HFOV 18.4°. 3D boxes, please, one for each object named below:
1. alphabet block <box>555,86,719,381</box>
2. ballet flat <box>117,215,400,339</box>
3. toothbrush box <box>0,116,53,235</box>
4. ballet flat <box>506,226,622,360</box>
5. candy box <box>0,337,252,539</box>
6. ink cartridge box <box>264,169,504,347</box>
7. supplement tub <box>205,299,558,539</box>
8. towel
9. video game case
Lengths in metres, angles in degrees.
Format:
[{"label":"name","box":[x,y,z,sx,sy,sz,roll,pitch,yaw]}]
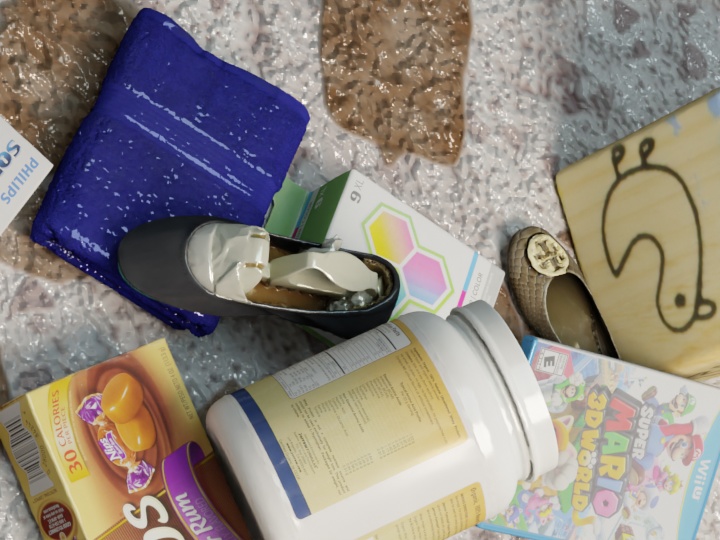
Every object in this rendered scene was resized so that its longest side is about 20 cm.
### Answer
[{"label":"alphabet block","box":[0.303,-0.029,1.725,0.195,0.200,0.197,-6,76,-37]},{"label":"ballet flat","box":[-0.060,-0.002,1.467,0.199,0.073,0.074,13,65,-25]},{"label":"toothbrush box","box":[-0.314,-0.070,1.364,0.200,0.085,0.147,45,53,-15]},{"label":"ballet flat","box":[0.171,0.056,1.692,0.067,0.046,0.201,-21,86,-32]},{"label":"candy box","box":[-0.142,0.158,1.421,0.116,0.056,0.201,-21,85,-39]},{"label":"ink cartridge box","box":[0.000,0.000,1.582,0.199,0.059,0.104,34,57,-21]},{"label":"supplement tub","box":[0.014,0.114,1.439,0.199,0.144,0.145,-24,87,-10]},{"label":"towel","box":[-0.130,-0.066,1.524,0.147,0.050,0.201,31,57,-15]},{"label":"video game case","box":[0.183,0.138,1.647,0.199,0.018,0.144,15,93,-31]}]
